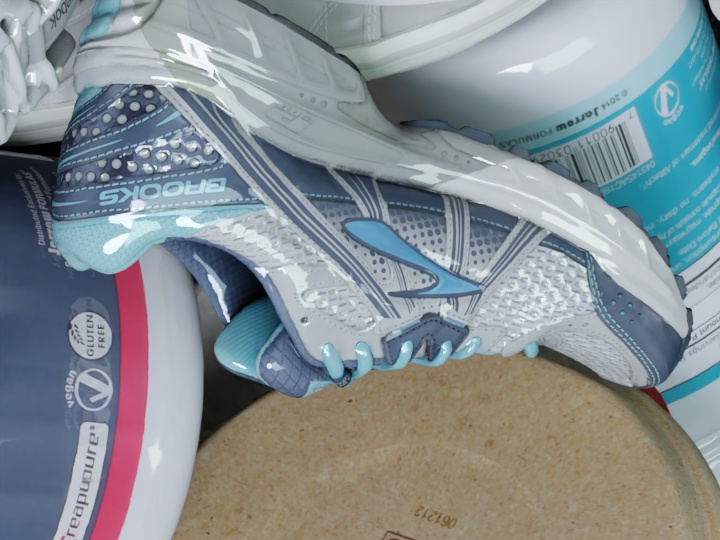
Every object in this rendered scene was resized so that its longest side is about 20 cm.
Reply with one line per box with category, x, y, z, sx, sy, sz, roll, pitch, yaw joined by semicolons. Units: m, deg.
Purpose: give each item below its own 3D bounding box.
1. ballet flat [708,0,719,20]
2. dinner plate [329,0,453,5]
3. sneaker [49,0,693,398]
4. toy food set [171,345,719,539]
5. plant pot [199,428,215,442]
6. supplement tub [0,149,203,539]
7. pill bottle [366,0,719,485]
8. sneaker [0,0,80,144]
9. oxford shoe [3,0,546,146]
ballet flat;0.131;-0.066;0.847;0.072;0.072;0.202;-15;94;-21
dinner plate;0.003;-0.158;0.735;0.198;0.024;0.201;4;128;5
sneaker;0.000;0.000;0.781;0.199;0.077;0.087;25;76;-23
toy food set;0.019;0.099;0.813;0.049;0.199;0.199;66;33;-47
plant pot;-0.016;0.183;0.924;0.187;0.187;0.201;-34;139;-10
supplement tub;-0.156;0.029;0.782;0.199;0.140;0.141;7;109;-30
pill bottle;0.074;-0.017;0.903;0.110;0.111;0.201;-32;124;-12
sneaker;-0.112;-0.062;0.722;0.086;0.201;0.075;0;132;-10
oxford shoe;-0.028;-0.087;0.819;0.198;0.075;0.058;-13;119;0
